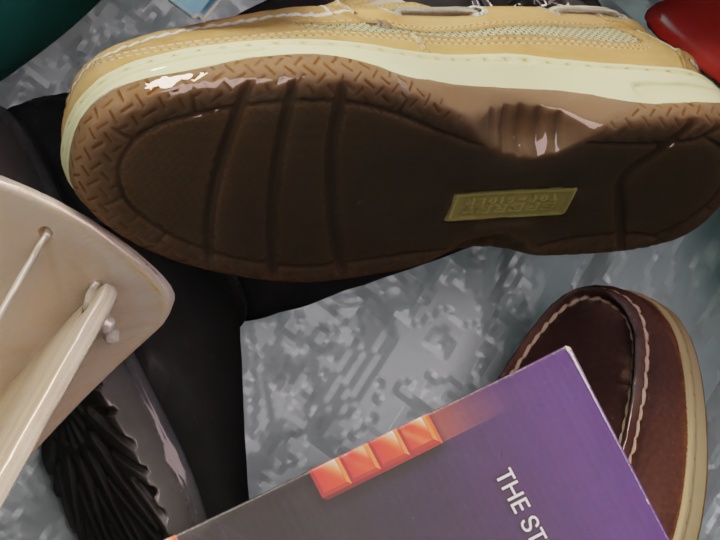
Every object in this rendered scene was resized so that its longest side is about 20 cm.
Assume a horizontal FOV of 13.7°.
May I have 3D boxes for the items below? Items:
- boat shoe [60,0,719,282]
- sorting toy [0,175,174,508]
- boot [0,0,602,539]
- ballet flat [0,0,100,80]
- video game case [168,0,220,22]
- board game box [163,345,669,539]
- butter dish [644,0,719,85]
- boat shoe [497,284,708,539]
[{"bbox_3d":[0.005,-0.044,0.797,0.199,0.072,0.076,3,43,-34],"label":"boat shoe"},{"bbox_3d":[-0.170,0.039,0.707,0.180,0.107,0.200,40,49,-16],"label":"sorting toy"},{"bbox_3d":[0.000,-0.001,0.852,0.199,0.066,0.165,-23,90,-28],"label":"boot"},{"bbox_3d":[-0.156,-0.052,0.795,0.200,0.073,0.073,-39,95,-17],"label":"ballet flat"},{"bbox_3d":[-0.092,-0.174,0.797,0.200,0.045,0.181,37,27,-11],"label":"video game case"},{"bbox_3d":[0.023,0.143,0.742,0.165,0.057,0.201,-25,83,-25],"label":"board game box"},{"bbox_3d":[0.199,-0.001,0.884,0.199,0.200,0.148,-10,123,-34],"label":"butter dish"},{"bbox_3d":[0.037,0.087,0.826,0.072,0.072,0.201,43,64,-47],"label":"boat shoe"}]
